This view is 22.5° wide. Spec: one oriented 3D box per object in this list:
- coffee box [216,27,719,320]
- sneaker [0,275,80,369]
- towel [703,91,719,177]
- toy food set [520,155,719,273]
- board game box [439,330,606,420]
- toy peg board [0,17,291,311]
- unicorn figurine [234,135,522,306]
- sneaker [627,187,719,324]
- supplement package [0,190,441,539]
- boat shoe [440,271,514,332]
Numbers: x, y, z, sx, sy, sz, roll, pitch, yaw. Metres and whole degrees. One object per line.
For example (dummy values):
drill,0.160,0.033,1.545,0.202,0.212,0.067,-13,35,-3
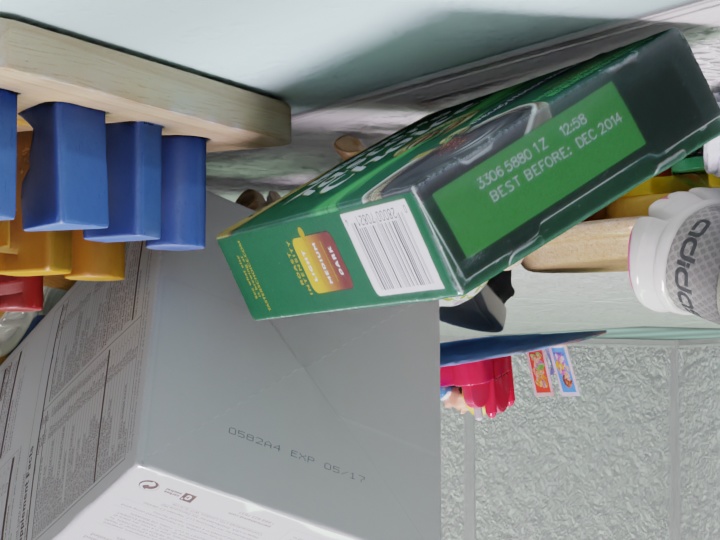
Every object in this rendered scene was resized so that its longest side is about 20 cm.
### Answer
coffee box,0.031,-0.030,0.681,0.122,0.044,0.200,-31,-172,-21
sneaker,-0.147,-0.028,0.898,0.075,0.089,0.200,30,137,-25
towel,0.244,-0.059,0.774,0.198,0.024,0.147,-1,176,9
toy food set,0.174,-0.028,0.973,0.196,0.049,0.199,-5,176,34
board game box,0.041,0.066,1.019,0.157,0.039,0.200,-9,180,-28
toy peg board,-0.159,-0.025,0.718,0.197,0.099,0.200,-2,176,27
unicorn figurine,0.000,0.000,0.901,0.199,0.074,0.137,-8,146,43
sneaker,0.223,-0.008,0.843,0.198,0.074,0.087,-9,-158,-31
supplement package,-0.079,0.090,0.852,0.151,0.152,0.200,23,139,-26
boat shoe,0.049,-0.021,1.014,0.073,0.061,0.200,8,164,22
